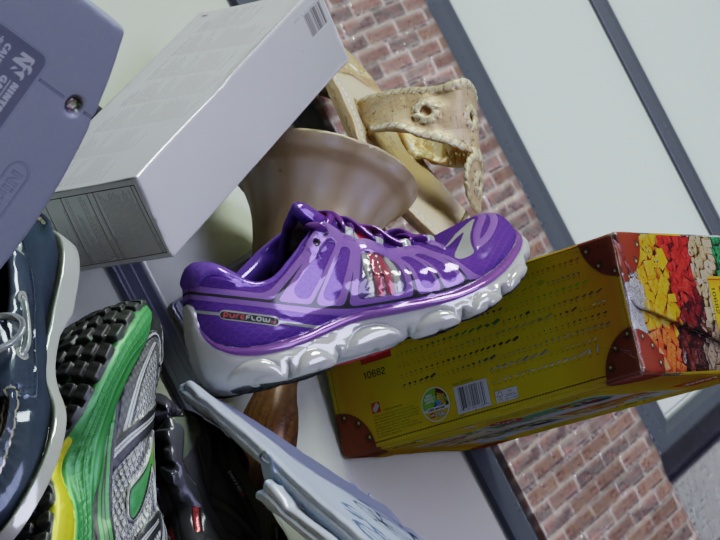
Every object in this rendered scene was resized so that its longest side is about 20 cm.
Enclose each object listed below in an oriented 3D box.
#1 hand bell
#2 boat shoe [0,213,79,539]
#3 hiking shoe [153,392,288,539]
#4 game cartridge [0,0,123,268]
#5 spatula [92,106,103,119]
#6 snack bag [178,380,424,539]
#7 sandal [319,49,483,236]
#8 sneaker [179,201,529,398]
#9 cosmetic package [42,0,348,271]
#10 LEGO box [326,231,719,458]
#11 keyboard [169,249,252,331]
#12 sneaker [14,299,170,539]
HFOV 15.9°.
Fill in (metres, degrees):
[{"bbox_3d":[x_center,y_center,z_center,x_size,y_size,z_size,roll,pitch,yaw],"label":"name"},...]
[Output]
[{"bbox_3d":[-0.037,0.038,1.342,0.104,0.104,0.201,32,58,-39],"label":"hand bell"},{"bbox_3d":[-0.168,0.042,1.154,0.062,0.075,0.201,42,36,-33],"label":"boat shoe"},{"bbox_3d":[-0.062,0.156,1.223,0.100,0.076,0.201,18,52,-44],"label":"hiking shoe"},{"bbox_3d":[-0.196,-0.052,1.104,0.133,0.200,0.040,37,-2,-32],"label":"game cartridge"},{"bbox_3d":[-0.122,-0.081,1.358,0.200,0.020,0.057,-18,91,-56],"label":"spatula"},{"bbox_3d":[0.010,0.133,1.228,0.200,0.021,0.188,38,1,44],"label":"snack bag"},{"bbox_3d":[0.032,-0.089,1.460,0.077,0.070,0.212,18,27,-50],"label":"sandal"},{"bbox_3d":[0.000,0.000,1.288,0.199,0.080,0.084,-18,94,-34],"label":"sneaker"},{"bbox_3d":[-0.088,-0.072,1.316,0.200,0.082,0.051,-51,126,-47],"label":"cosmetic package"},{"bbox_3d":[0.102,0.042,1.419,0.149,0.199,0.078,1,74,-54],"label":"LEGO box"},{"bbox_3d":[-0.041,0.010,1.423,0.200,0.011,0.057,-36,103,-57],"label":"keyboard"},{"bbox_3d":[-0.125,0.102,1.179,0.085,0.078,0.201,38,48,-33],"label":"sneaker"}]
